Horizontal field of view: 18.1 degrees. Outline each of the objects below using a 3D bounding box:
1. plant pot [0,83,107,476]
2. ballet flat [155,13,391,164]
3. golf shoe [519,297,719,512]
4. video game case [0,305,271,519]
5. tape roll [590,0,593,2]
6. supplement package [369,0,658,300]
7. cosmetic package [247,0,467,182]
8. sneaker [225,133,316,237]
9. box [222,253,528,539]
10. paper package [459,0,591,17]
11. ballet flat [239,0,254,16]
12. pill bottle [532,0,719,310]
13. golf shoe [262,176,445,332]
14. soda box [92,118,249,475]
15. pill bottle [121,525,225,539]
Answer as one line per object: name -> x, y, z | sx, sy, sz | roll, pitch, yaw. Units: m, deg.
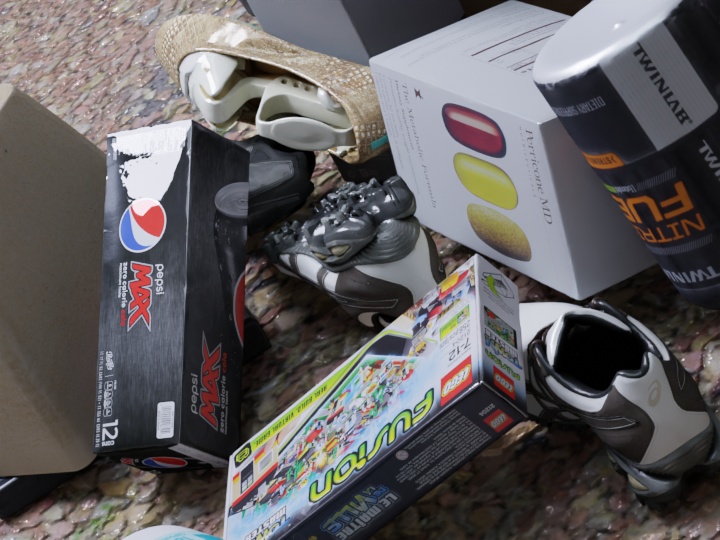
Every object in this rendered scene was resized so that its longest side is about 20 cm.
plant pot -> -0.252, -0.001, 1.418 | 0.199, 0.177, 0.200 | -8, 39, 31
ballet flat -> -0.061, -0.114, 1.436 | 0.199, 0.071, 0.065 | 15, 43, 29
golf shoe -> 0.121, 0.043, 1.198 | 0.078, 0.095, 0.200 | -38, 32, -12
video game case -> -0.174, 0.056, 1.466 | 0.200, 0.026, 0.181 | -33, 33, -6
tape roll -> 0.241, -0.154, 1.403 | 0.199, 0.066, 0.200 | -20, 33, 13
supplement package -> 0.107, -0.076, 1.317 | 0.109, 0.114, 0.200 | -24, 24, -20
cosmetic package -> 0.001, -0.165, 1.473 | 0.090, 0.200, 0.107 | 2, 43, 38
sneaker -> -0.075, -0.061, 1.502 | 0.090, 0.067, 0.200 | -21, 13, -8
box -> 0.005, 0.089, 1.210 | 0.200, 0.035, 0.110 | -40, 26, 25
paper package -> 0.096, -0.251, 1.528 | 0.199, 0.191, 0.104 | -10, 37, 29
ballet flat -> -0.094, -0.259, 1.796 | 0.068, 0.069, 0.200 | -35, 33, -7
pill bottle -> 0.185, -0.053, 1.175 | 0.106, 0.200, 0.106 | -34, 16, 11
golf shoe -> 0.000, 0.000, 1.362 | 0.078, 0.095, 0.200 | -34, 8, -8
soda box -> -0.111, 0.016, 1.348 | 0.063, 0.071, 0.201 | -8, 71, 29
pill bottle -> -0.044, 0.196, 1.098 | 0.200, 0.111, 0.111 | 10, 49, 44
